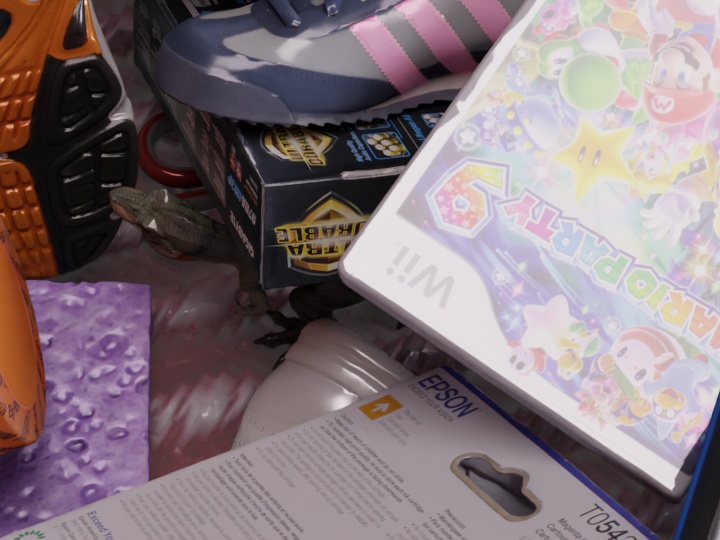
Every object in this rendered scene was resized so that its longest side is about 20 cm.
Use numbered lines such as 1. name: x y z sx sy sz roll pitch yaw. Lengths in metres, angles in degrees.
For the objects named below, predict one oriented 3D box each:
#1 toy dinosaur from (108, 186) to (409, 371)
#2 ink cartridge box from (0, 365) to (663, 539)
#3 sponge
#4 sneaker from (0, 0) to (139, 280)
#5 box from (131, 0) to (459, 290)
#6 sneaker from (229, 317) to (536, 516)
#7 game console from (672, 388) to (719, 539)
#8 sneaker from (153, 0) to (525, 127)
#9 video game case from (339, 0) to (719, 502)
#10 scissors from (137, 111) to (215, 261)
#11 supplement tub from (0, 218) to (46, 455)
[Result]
1. toy dinosaur: 0.000 0.000 1.098 0.199 0.088 0.048 1 63 -5
2. ink cartridge box: -0.015 0.115 0.938 0.200 0.043 0.196 -19 25 -17
3. sponge: -0.136 0.096 1.070 0.111 0.030 0.201 1 61 -4
4. sneaker: -0.133 -0.096 1.094 0.075 0.201 0.092 -7 26 -9
5. box: 0.010 -0.067 1.084 0.159 0.046 0.200 -6 31 -17
6. sneaker: 0.037 0.108 1.060 0.200 0.075 0.089 35 81 17
7. game console: 0.184 0.102 0.874 0.118 0.171 0.200 3 56 30
8. sneaker: 0.019 -0.105 1.020 0.199 0.082 0.070 -10 33 -23
9. video game case: 0.107 -0.041 0.964 0.143 0.018 0.200 34 82 12
10. scissors: -0.001 -0.055 1.173 0.199 0.014 0.073 -15 60 -13
11. supplement tub: -0.225 0.039 1.020 0.199 0.123 0.123 -14 61 6
